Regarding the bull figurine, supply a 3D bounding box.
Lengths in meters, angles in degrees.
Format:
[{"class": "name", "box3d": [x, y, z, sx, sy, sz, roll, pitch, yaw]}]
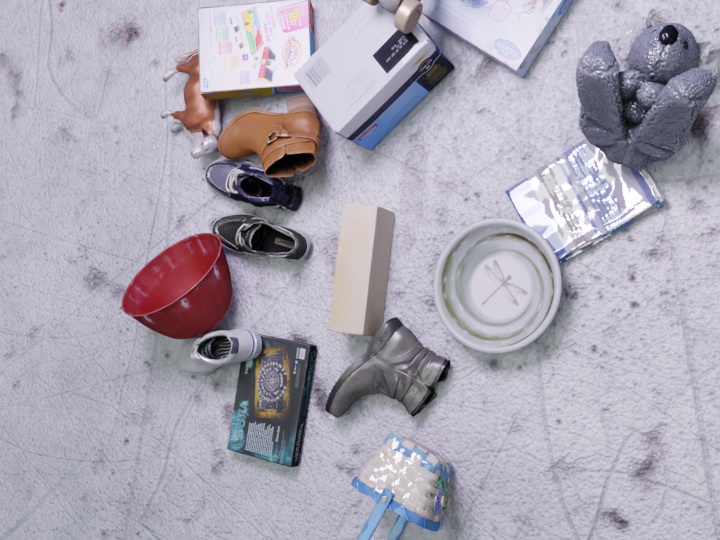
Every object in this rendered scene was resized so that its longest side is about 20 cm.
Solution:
[{"class": "bull figurine", "box3d": [-0.294, -0.297, 1.614, 0.120, 0.065, 0.203, 6, 87, 24]}]

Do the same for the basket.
[{"class": "basket", "box3d": [0.050, 0.350, 1.332, 0.138, 0.176, 0.202, 30, 86, 20]}]

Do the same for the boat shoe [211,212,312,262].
[{"class": "boat shoe", "box3d": [-0.178, -0.061, 1.538, 0.197, 0.063, 0.072, 11, 89, 25]}]

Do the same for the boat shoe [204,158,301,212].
[{"class": "boat shoe", "box3d": [-0.201, -0.154, 1.542, 0.198, 0.092, 0.076, 15, 91, 25]}]

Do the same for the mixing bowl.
[{"class": "mixing bowl", "box3d": [-0.292, 0.043, 1.534, 0.198, 0.109, 0.201, -24, 31, 15]}]

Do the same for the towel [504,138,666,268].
[{"class": "towel", "box3d": [0.328, -0.110, 1.331, 0.199, 0.024, 0.148, -32, 72, 19]}]

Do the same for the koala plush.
[{"class": "koala plush", "box3d": [0.402, -0.265, 1.249, 0.175, 0.185, 0.201, 21, 62, 20]}]

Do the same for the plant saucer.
[{"class": "plant saucer", "box3d": [0.208, 0.024, 1.358, 0.197, 0.050, 0.204, -3, 83, 25]}]

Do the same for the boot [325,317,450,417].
[{"class": "boot", "box3d": [0.042, 0.185, 1.416, 0.130, 0.068, 0.201, 42, 104, 16]}]

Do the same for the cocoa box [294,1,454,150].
[{"class": "cocoa box", "box3d": [0.024, -0.315, 1.432, 0.200, 0.131, 0.134, -43, 69, 15]}]

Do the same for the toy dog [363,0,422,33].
[{"class": "toy dog", "box3d": [0.083, -0.445, 1.332, 0.130, 0.097, 0.202, 21, 55, 0]}]

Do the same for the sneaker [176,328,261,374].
[{"class": "sneaker", "box3d": [-0.257, 0.132, 1.537, 0.198, 0.070, 0.074, -19, 71, 38]}]

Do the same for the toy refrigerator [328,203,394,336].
[{"class": "toy refrigerator", "box3d": [0.000, 0.000, 1.444, 0.069, 0.076, 0.203, 6, 88, 25]}]

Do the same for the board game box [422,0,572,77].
[{"class": "board game box", "box3d": [0.224, -0.437, 1.399, 0.199, 0.043, 0.200, 38, 100, 23]}]

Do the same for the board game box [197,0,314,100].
[{"class": "board game box", "box3d": [-0.178, -0.378, 1.549, 0.197, 0.040, 0.156, -3, 83, 6]}]

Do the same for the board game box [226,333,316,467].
[{"class": "board game box", "box3d": [-0.150, 0.214, 1.517, 0.134, 0.028, 0.203, 9, 89, 28]}]

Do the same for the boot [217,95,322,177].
[{"class": "boot", "box3d": [-0.153, -0.200, 1.504, 0.197, 0.077, 0.157, -17, 45, 11]}]
